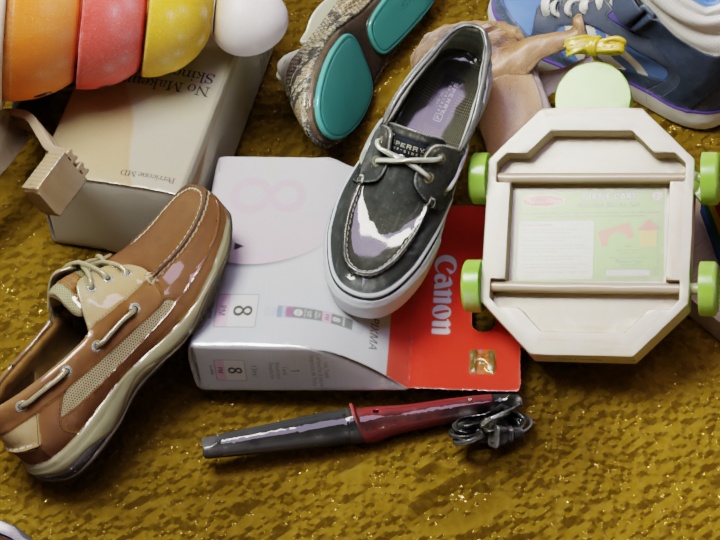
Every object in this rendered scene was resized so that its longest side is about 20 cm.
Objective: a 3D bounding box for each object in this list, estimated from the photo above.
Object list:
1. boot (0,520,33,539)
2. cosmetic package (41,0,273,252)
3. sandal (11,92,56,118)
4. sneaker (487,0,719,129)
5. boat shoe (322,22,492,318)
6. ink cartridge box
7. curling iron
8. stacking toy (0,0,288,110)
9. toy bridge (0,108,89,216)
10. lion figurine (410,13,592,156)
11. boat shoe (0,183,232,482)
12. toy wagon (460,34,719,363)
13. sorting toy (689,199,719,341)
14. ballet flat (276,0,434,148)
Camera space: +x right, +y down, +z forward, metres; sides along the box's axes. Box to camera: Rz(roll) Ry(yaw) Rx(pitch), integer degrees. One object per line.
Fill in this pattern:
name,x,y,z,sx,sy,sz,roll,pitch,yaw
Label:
boot,-0.202,0.243,1.063,0.187,0.069,0.201,12,61,3
cosmetic package,-0.133,-0.109,1.309,0.104,0.071,0.201,7,53,10
sandal,-0.190,-0.198,1.329,0.048,0.075,0.201,30,91,-18
sneaker,0.175,-0.189,1.304,0.199,0.147,0.081,29,59,23
boat shoe,0.028,-0.069,1.202,0.072,0.071,0.201,18,65,8
ink cartridge box,0.000,0.000,1.226,0.198,0.057,0.163,-2,47,8
curling iron,0.004,0.093,1.165,0.198,0.026,0.050,-4,11,0
stacking toy,-0.144,-0.167,1.247,0.198,0.147,0.147,5,52,-7
toy bridge,-0.239,-0.073,1.256,0.199,0.027,0.067,7,55,47
lion figurine,0.105,-0.091,1.277,0.122,0.073,0.201,-19,55,9
boat shoe,-0.151,0.028,1.168,0.075,0.074,0.201,7,59,53
toy wagon,0.143,-0.044,1.198,0.154,0.040,0.202,1,76,14
sorting toy,0.302,-0.025,1.218,0.200,0.070,0.199,-36,58,-21
ballet flat,-0.014,-0.152,1.350,0.075,0.068,0.200,1,43,33
